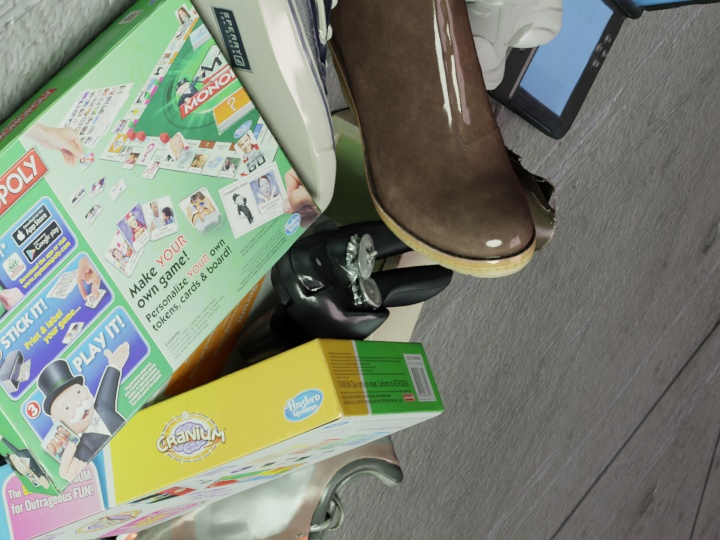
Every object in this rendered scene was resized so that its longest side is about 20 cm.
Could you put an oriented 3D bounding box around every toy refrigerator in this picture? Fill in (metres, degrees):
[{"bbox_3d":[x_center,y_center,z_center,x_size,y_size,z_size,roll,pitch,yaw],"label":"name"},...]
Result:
[{"bbox_3d":[-0.007,0.009,1.301,0.070,0.076,0.201,-20,135,-61],"label":"toy refrigerator"}]

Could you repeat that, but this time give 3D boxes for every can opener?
[{"bbox_3d":[0.000,0.000,1.152,0.200,0.078,0.064,-27,99,-63],"label":"can opener"}]

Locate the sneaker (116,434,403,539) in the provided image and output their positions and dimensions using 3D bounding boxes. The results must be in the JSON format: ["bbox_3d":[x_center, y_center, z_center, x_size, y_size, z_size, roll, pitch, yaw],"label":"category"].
[{"bbox_3d":[-0.063,0.146,1.246,0.199,0.082,0.077,-34,173,2],"label":"sneaker"}]

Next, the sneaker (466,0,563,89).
[{"bbox_3d":[0.068,-0.171,1.277,0.200,0.077,0.100,-45,148,-58],"label":"sneaker"}]

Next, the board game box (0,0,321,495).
[{"bbox_3d":[-0.114,-0.017,0.978,0.200,0.029,0.135,-48,117,-33],"label":"board game box"}]

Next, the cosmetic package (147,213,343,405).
[{"bbox_3d":[-0.074,0.011,1.152,0.102,0.071,0.200,-65,160,8],"label":"cosmetic package"}]

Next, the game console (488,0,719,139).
[{"bbox_3d":[0.188,-0.163,1.490,0.172,0.118,0.200,-63,159,3],"label":"game console"}]

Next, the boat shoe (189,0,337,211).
[{"bbox_3d":[-0.033,-0.120,1.054,0.093,0.074,0.201,-51,146,-34],"label":"boat shoe"}]

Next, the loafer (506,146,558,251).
[{"bbox_3d":[0.087,-0.039,1.391,0.200,0.071,0.073,-89,-161,-76],"label":"loafer"}]

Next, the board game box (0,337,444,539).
[{"bbox_3d":[-0.074,0.089,1.116,0.199,0.041,0.153,-22,170,18],"label":"board game box"}]

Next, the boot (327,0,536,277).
[{"bbox_3d":[0.033,-0.111,1.107,0.072,0.200,0.167,-17,138,-19],"label":"boot"}]
